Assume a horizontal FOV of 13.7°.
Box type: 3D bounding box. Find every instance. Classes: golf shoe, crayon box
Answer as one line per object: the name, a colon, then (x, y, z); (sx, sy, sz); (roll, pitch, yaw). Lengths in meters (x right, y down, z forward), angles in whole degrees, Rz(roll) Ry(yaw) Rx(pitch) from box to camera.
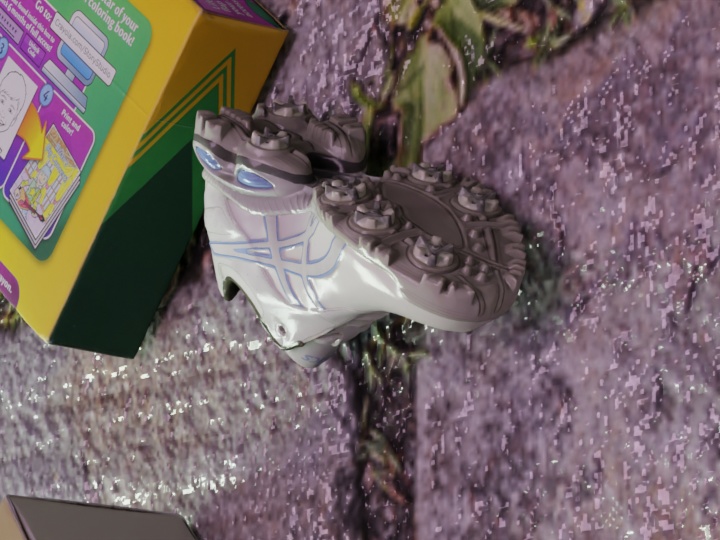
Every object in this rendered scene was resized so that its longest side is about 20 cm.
golf shoe: (0.000, 0.000, 1.234); (0.200, 0.078, 0.098); (34, 124, 53)
crayon box: (-0.135, -0.086, 1.404); (0.200, 0.058, 0.173); (45, 114, 44)

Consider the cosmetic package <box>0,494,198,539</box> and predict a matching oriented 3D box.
cosmetic package: (-0.149, 0.198, 1.324); (0.200, 0.105, 0.071); (-56, 45, 22)
